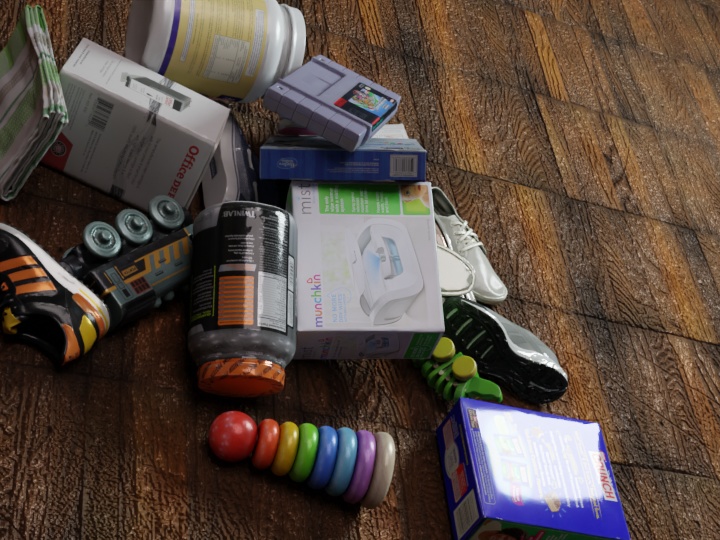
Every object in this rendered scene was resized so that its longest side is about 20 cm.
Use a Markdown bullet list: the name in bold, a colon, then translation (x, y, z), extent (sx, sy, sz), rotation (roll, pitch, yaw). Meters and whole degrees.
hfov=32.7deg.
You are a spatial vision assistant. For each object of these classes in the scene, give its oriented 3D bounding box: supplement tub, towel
- **supplement tub**: translation (-0.132, 0.034, 1.379), extent (0.122, 0.122, 0.201), rotation (10, 68, -24)
- **towel**: translation (-0.404, -0.200, 1.444), extent (0.031, 0.149, 0.201), rotation (15, 41, -41)
- **supplement tub**: translation (-0.185, -0.293, 1.556), extent (0.199, 0.146, 0.146), rotation (8, 46, -26)

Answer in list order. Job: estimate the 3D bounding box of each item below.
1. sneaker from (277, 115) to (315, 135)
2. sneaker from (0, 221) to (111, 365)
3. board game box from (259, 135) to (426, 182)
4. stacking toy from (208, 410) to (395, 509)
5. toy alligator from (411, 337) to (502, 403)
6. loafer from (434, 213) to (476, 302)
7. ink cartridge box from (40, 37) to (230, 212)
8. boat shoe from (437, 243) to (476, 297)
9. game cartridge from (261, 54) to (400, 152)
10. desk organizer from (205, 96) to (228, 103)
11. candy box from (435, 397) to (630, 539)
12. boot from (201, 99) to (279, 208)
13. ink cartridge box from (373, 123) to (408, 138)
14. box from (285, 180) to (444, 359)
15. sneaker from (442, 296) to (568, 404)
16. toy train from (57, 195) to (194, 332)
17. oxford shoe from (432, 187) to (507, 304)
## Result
- **sneaker**: translation (-0.047, -0.227, 1.664), extent (0.073, 0.088, 0.200), rotation (5, 7, 28)
- **sneaker**: translation (-0.366, 0.023, 1.311), extent (0.200, 0.070, 0.090), rotation (36, 38, 1)
- **board game box**: translation (-0.022, -0.142, 1.549), extent (0.199, 0.044, 0.199), rotation (1, 11, -1)
- **stacking toy**: translation (-0.068, 0.199, 1.331), extent (0.199, 0.086, 0.086), rotation (13, 44, -12)
- **toy alligator**: translation (0.092, 0.114, 1.529), extent (0.054, 0.059, 0.200), rotation (-40, 55, -14)
- **loafer**: translation (0.088, -0.011, 1.635), extent (0.063, 0.072, 0.201), rotation (-9, 58, -29)
- **ink cartridge box**: translation (-0.278, -0.166, 1.493), extent (0.199, 0.147, 0.083), rotation (26, 39, -9)
- **boat shoe**: translation (0.047, 0.001, 1.573), extent (0.199, 0.062, 0.075), rotation (7, 66, -5)
- **game cartridge**: translation (-0.029, -0.210, 1.512), extent (0.129, 0.039, 0.200), rotation (24, 26, 7)
- **desk organizer**: translation (-0.255, -0.241, 1.631), extent (0.072, 0.077, 0.200), rotation (47, 43, 16)
- **candy box**: translation (0.201, 0.251, 1.443), extent (0.199, 0.077, 0.170), rotation (13, 44, -20)
- **boot**: translation (-0.159, -0.133, 1.606), extent (0.090, 0.073, 0.201), rotation (22, 43, -33)
- **ink cartridge box**: translation (-0.003, -0.141, 1.696), extent (0.160, 0.050, 0.200), rotation (-1, 30, -8)
- **box**: translation (0.000, 0.000, 1.481), extent (0.176, 0.097, 0.201), rotation (1, 65, -9)
- **sneaker**: translation (0.179, 0.095, 1.581), extent (0.200, 0.074, 0.079), rotation (36, 25, -20)
- **toy train**: translation (-0.254, -0.009, 1.412), extent (0.114, 0.085, 0.200), rotation (55, 41, 4)
- **oxford shoe**: translation (0.134, -0.037, 1.695), extent (0.075, 0.058, 0.200), rotation (-17, 63, -46)
